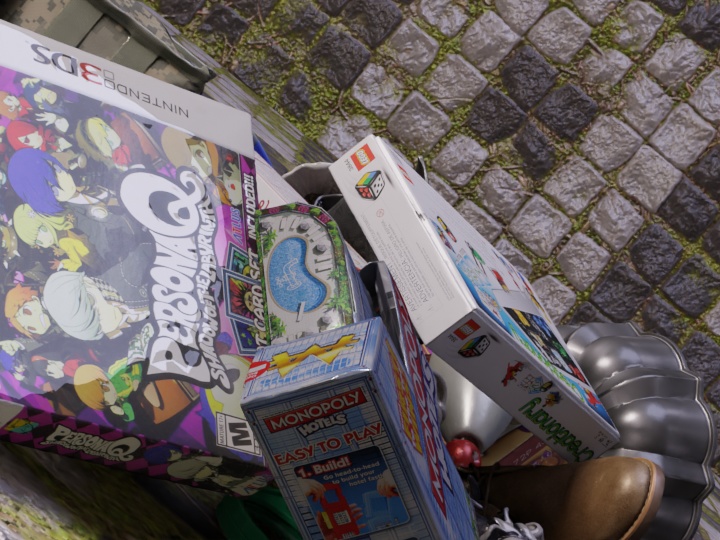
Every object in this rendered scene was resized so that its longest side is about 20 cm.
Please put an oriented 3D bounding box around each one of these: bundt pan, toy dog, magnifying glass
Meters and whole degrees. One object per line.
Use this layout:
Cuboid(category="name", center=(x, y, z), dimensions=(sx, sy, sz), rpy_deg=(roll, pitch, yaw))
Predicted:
Cuboid(category="bundt pan", center=(0.151, 0.129, 1.461), dimensions=(0.076, 0.203, 0.202), rpy_deg=(15, 23, -46))
Cuboid(category="toy dog", center=(0.047, 0.096, 1.317), dimensions=(0.200, 0.096, 0.133), rpy_deg=(-34, 110, -51))
Cuboid(category="magnifying glass", center=(-0.036, 0.136, 1.103), dimensions=(0.079, 0.022, 0.200), rpy_deg=(40, 8, -1))

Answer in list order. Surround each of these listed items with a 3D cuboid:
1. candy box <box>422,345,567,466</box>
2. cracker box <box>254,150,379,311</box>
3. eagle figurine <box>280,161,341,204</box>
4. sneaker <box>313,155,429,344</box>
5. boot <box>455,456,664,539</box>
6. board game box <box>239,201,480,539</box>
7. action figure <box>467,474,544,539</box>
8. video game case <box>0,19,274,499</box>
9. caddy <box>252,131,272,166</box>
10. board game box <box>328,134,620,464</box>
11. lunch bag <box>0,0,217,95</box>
Cuboid(category="candy box", center=(0.050, 0.086, 1.439), dimensions=(0.200, 0.116, 0.057), rpy_deg=(46, -15, 42))
Cuboid(category="cracker box", center=(-0.090, 0.000, 1.196), dimensions=(0.058, 0.134, 0.200), rpy_deg=(30, 11, -49))
Cuboid(category="eagle figurine", center=(-0.036, -0.013, 1.415), dimensions=(0.151, 0.151, 0.200), rpy_deg=(28, 11, -24))
Cuboid(category="sneaker", center=(-0.003, 0.001, 1.237), dimensions=(0.200, 0.060, 0.105), rpy_deg=(161, -84, -68))
Cuboid(category="boot", center=(0.079, 0.136, 1.137), dimensions=(0.075, 0.199, 0.074), rpy_deg=(40, 50, -25))
Cuboid(category="board game box", center=(0.001, 0.068, 0.942), dimensions=(0.200, 0.061, 0.201), rpy_deg=(65, 13, -49))
Cuboid(category="action figure", center=(0.059, 0.164, 1.063), dimensions=(0.199, 0.103, 0.119), rpy_deg=(19, 18, 21))
Cuboid(category="video game case", center=(-0.121, -0.009, 0.928), dimensions=(0.181, 0.036, 0.201), rpy_deg=(19, 52, -36))
Cuboid(category="caddy", center=(-0.126, -0.077, 1.613), dimensions=(0.141, 0.105, 0.200), rpy_deg=(45, 8, 32))
Cuboid(category="board game box", center=(0.065, 0.021, 1.106), dimensions=(0.200, 0.035, 0.127), rpy_deg=(40, 18, -53))
Cuboid(category="lunch bag", center=(-0.205, -0.111, 1.155), dimensions=(0.200, 0.164, 0.118), rpy_deg=(39, 4, -5))
